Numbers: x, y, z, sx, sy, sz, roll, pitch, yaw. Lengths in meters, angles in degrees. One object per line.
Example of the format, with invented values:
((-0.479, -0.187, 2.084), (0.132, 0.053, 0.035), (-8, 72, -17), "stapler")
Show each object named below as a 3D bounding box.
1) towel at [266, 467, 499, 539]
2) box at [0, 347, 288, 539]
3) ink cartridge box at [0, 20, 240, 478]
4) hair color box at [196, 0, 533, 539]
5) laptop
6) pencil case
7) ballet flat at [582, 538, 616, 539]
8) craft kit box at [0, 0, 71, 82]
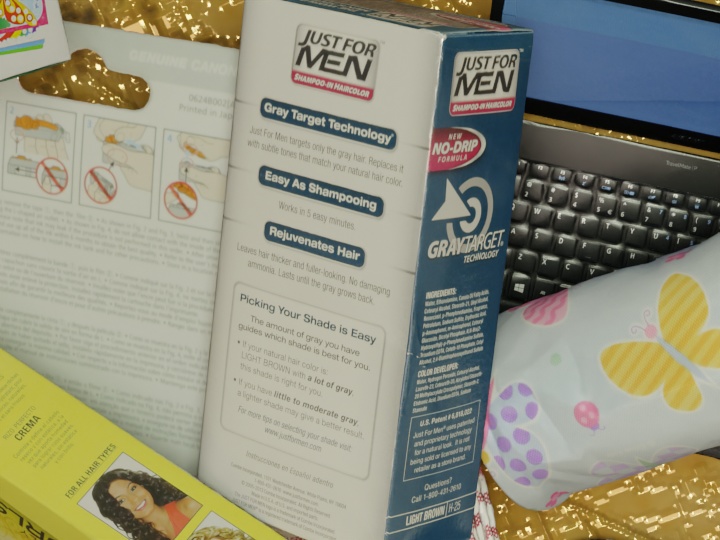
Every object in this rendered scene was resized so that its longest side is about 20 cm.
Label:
((-0.025, 0.066, 0.996), (0.146, 0.030, 0.201), (-8, 103, 26), "towel")
((-0.105, 0.098, 0.931), (0.200, 0.050, 0.075), (32, 146, 13), "box")
((-0.108, -0.004, 0.978), (0.159, 0.047, 0.201), (11, 105, 22), "ink cartridge box")
((0.000, 0.000, 0.898), (0.100, 0.060, 0.201), (17, 107, 37), "hair color box")
((0.123, -0.013, 0.936), (0.176, 0.103, 0.201), (12, 105, 4), "laptop")
((0.135, 0.027, 0.907), (0.199, 0.091, 0.083), (-22, 82, 27), "pencil case")
((0.170, 0.170, 0.996), (0.199, 0.072, 0.072), (16, 106, 2), "ballet flat")
((-0.191, -0.169, 0.899), (0.048, 0.200, 0.198), (-23, 107, -30), "craft kit box")
